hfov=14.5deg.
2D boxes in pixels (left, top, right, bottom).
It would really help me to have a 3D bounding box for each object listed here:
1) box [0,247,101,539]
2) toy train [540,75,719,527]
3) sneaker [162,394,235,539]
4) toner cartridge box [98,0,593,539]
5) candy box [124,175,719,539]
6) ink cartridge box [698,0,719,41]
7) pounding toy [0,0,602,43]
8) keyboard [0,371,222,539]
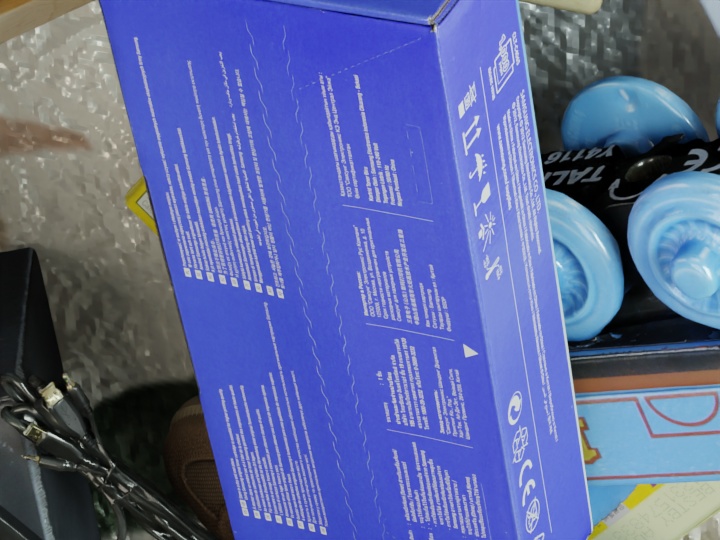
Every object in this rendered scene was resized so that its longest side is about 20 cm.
[{"bbox_3d":[-0.187,0.118,0.962,0.197,0.123,0.201,-8,115,1],"label":"box"},{"bbox_3d":[0.076,0.011,0.780,0.199,0.087,0.115,-6,120,39],"label":"toy train"},{"bbox_3d":[0.001,0.102,0.898,0.199,0.076,0.071,23,147,33],"label":"sneaker"},{"bbox_3d":[0.000,0.000,0.725,0.095,0.043,0.201,13,135,26],"label":"toner cartridge box"},{"bbox_3d":[0.025,0.016,0.888,0.200,0.026,0.102,45,130,-3],"label":"candy box"},{"bbox_3d":[0.135,-0.107,0.739,0.119,0.042,0.201,-17,107,37],"label":"ink cartridge box"},{"bbox_3d":[-0.068,-0.132,0.739,0.183,0.200,0.143,-20,64,29],"label":"pounding toy"},{"bbox_3d":[-0.095,0.101,0.884,0.127,0.021,0.200,-39,113,21],"label":"keyboard"}]
